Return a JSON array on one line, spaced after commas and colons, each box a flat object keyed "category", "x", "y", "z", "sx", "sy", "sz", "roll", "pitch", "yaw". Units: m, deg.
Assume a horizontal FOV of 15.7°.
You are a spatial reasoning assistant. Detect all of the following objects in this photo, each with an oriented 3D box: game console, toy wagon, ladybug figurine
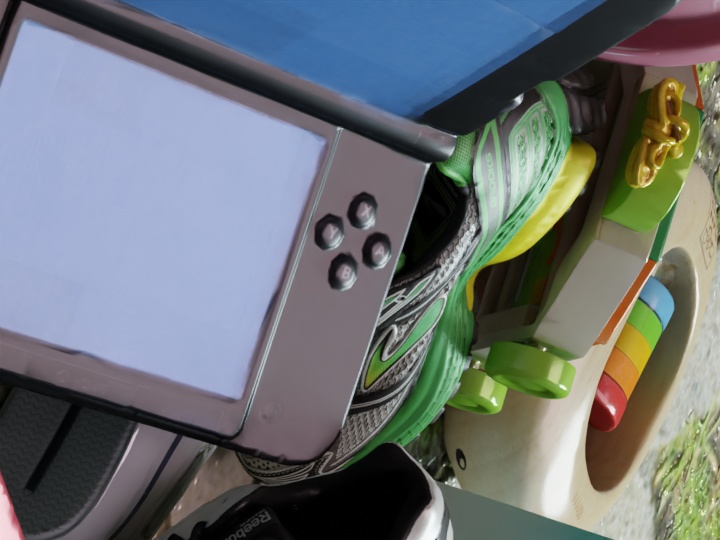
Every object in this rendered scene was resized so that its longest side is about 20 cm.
[{"category": "game console", "x": -0.034, "y": -0.037, "z": 0.730, "sx": 0.199, "sy": 0.116, "sz": 0.177, "roll": 20, "pitch": 88, "yaw": -36}, {"category": "toy wagon", "x": 0.081, "y": -0.028, "z": 0.953, "sx": 0.200, "sy": 0.039, "sz": 0.156, "roll": 160, "pitch": -50, "yaw": -71}, {"category": "ladybug figurine", "x": 0.096, "y": 0.029, "z": 1.151, "sx": 0.200, "sy": 0.072, "sz": 0.136, "roll": -59, "pitch": 150, "yaw": -27}]

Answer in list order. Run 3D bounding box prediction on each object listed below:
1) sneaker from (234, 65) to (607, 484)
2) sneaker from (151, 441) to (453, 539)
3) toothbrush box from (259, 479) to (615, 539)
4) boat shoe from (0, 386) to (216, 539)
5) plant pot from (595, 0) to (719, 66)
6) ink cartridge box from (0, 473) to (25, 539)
[{"category": "sneaker", "x": 0.000, "y": 0.000, "z": 0.909, "sx": 0.085, "sy": 0.078, "sz": 0.200, "roll": -13, "pitch": 142, "yaw": -47}, {"category": "sneaker", "x": -0.059, "y": 0.107, "z": 0.814, "sx": 0.199, "sy": 0.074, "sz": 0.080, "roll": -20, "pitch": 140, "yaw": -22}, {"category": "toothbrush box", "x": 0.042, "y": 0.163, "z": 0.978, "sx": 0.085, "sy": 0.199, "sz": 0.147, "roll": 40, "pitch": 70, "yaw": -60}, {"category": "boat shoe", "x": -0.058, "y": 0.008, "z": 0.855, "sx": 0.200, "sy": 0.073, "sz": 0.067, "roll": -56, "pitch": 154, "yaw": -8}, {"category": "plant pot", "x": 0.089, "y": -0.168, "z": 0.784, "sx": 0.179, "sy": 0.199, "sz": 0.201, "roll": 0, "pitch": 106, "yaw": -82}, {"category": "ink cartridge box", "x": -0.172, "y": 0.128, "z": 0.670, "sx": 0.200, "sy": 0.083, "sz": 0.145, "roll": -55, "pitch": 149, "yaw": -35}]
